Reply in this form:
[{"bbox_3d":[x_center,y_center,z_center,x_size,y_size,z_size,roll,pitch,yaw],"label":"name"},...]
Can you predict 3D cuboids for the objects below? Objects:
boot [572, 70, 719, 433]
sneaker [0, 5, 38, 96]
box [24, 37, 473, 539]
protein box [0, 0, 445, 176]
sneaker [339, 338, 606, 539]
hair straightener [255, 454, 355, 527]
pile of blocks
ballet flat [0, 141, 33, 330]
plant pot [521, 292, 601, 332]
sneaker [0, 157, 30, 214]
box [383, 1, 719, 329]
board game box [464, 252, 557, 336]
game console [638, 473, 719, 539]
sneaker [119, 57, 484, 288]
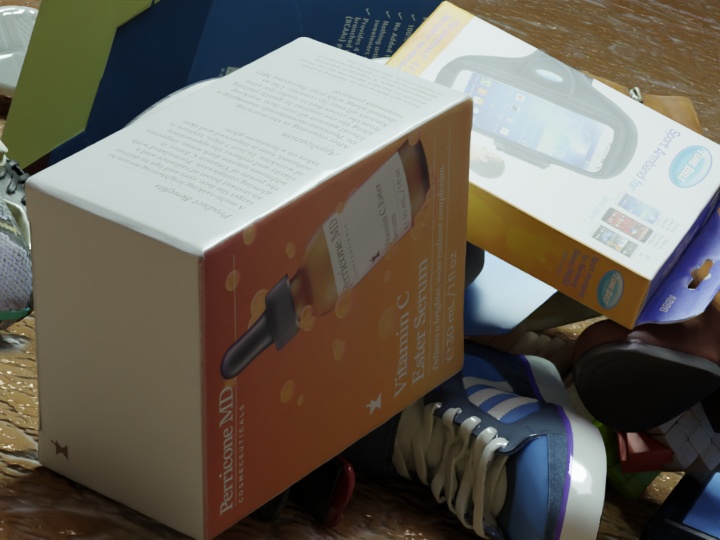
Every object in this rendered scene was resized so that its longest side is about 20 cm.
[{"bbox_3d":[0.147,-0.020,1.491,0.188,0.068,0.201,4,60,-44],"label":"boot"},{"bbox_3d":[-0.295,-0.145,1.892,0.199,0.078,0.082,12,-11,-27],"label":"sneaker"},{"bbox_3d":[-0.048,0.004,1.336,0.106,0.153,0.200,21,36,32],"label":"box"},{"bbox_3d":[-0.084,-0.108,1.719,0.135,0.199,0.199,29,18,36],"label":"protein box"},{"bbox_3d":[0.034,0.088,1.427,0.146,0.081,0.200,7,20,-10],"label":"sneaker"},{"bbox_3d":[-0.083,0.063,1.416,0.077,0.041,0.200,6,25,-37],"label":"hair straightener"},{"bbox_3d":[0.114,0.084,1.584,0.062,0.082,0.200,-42,39,-25],"label":"pile of blocks"},{"bbox_3d":[-0.214,-0.043,1.520,0.072,0.072,0.201,8,41,-35],"label":"ballet flat"},{"bbox_3d":[0.128,0.009,1.734,0.199,0.028,0.200,-15,4,1],"label":"plant pot"},{"bbox_3d":[-0.209,-0.061,1.597,0.199,0.100,0.071,21,13,4],"label":"sneaker"},{"bbox_3d":[0.096,-0.050,1.434,0.199,0.042,0.119,27,43,13],"label":"box"},{"bbox_3d":[0.050,-0.020,1.560,0.158,0.039,0.200,30,48,24],"label":"board game box"},{"bbox_3d":[0.258,0.111,1.519,0.175,0.117,0.200,22,15,12],"label":"game console"},{"bbox_3d":[-0.026,-0.034,1.479,0.201,0.077,0.146,-15,47,-19],"label":"sneaker"}]
